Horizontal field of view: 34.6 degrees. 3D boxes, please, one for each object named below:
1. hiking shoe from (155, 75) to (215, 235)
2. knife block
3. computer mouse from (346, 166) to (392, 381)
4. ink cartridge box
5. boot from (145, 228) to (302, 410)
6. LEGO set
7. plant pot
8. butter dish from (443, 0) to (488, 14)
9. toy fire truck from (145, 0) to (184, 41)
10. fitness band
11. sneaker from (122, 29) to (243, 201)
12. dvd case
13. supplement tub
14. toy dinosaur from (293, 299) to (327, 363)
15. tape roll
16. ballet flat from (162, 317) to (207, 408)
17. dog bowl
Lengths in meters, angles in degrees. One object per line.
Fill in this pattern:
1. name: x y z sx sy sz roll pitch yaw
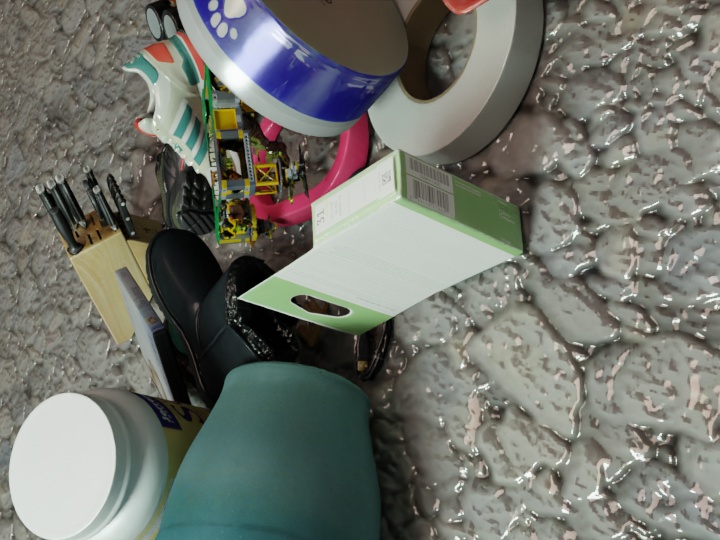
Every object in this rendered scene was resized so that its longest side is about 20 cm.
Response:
1. hiking shoe: -0.204 -0.141 1.335 0.100 0.075 0.204 0 81 49
2. knife block: -0.322 -0.020 1.373 0.202 0.174 0.064 -60 40 22
3. computer mouse: 0.000 0.000 1.063 0.058 0.034 0.204 -22 64 47
4. ink cartridge box: 0.013 -0.015 0.944 0.199 0.144 0.049 -27 56 40
5. boot: -0.127 0.021 1.083 0.168 0.075 0.203 -45 63 55
6. LEGO set: -0.089 -0.126 1.129 0.154 0.114 0.203 104 158 -59
7. plant pot: -0.070 0.188 0.984 0.199 0.198 0.191 -23 49 47
8. butter dish: 0.101 -0.344 0.903 0.198 0.147 0.202 -31 55 19
9. toy fire truck: -0.169 -0.358 1.280 0.175 0.127 0.203 31 138 52
10. fitness band: -0.059 -0.123 1.176 0.199 0.037 0.146 -17 70 51
11. sneaker: -0.192 -0.149 1.247 0.070 0.092 0.203 27 138 64
12. dvd case: -0.219 0.093 1.249 0.200 0.017 0.145 -141 34 -60
13. supplement tub: -0.207 0.187 1.062 0.143 0.199 0.148 -8 73 27
14. toy dinosaur: -0.070 0.079 1.131 0.201 0.060 0.107 59 138 36
15. tape roll: 0.077 -0.196 1.013 0.202 0.037 0.206 -20 64 49
16. ballet flat: -0.162 0.109 1.229 0.200 0.068 0.072 42 132 49
17. dog bowl: -0.056 -0.218 0.999 0.079 0.198 0.202 -42 50 34
